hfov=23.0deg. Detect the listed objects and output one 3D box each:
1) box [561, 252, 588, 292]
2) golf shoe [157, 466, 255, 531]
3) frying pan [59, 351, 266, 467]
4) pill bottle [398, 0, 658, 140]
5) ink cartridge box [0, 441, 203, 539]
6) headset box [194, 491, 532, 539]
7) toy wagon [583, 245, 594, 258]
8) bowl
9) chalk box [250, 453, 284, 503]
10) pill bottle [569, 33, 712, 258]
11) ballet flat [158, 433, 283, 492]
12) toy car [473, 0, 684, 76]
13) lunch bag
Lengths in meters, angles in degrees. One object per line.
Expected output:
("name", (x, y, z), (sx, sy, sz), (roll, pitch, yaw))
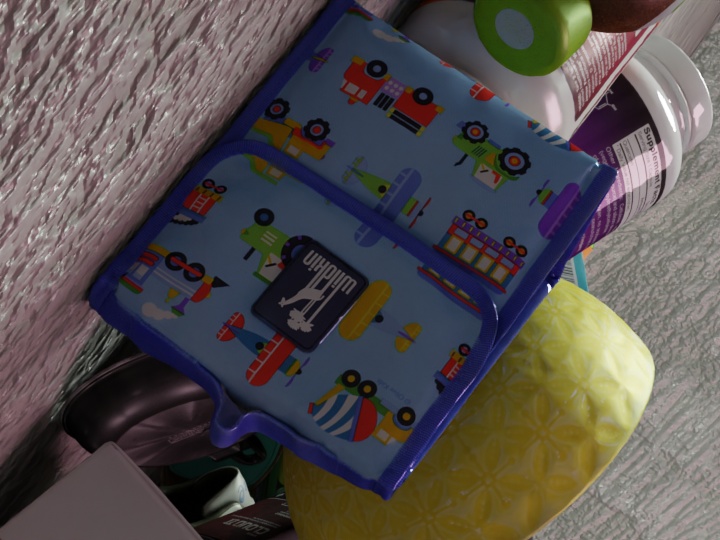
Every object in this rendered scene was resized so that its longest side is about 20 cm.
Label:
("box", (0.093, 0.071, 1.151), (0.082, 0.049, 0.200), (-91, -165, -52))
("golf shoe", (-0.070, 0.164, 1.024), (0.200, 0.078, 0.097), (15, 102, -36))
("frying pan", (-0.087, 0.079, 0.849), (0.115, 0.031, 0.190), (-12, 155, -16))
("pill bottle", (0.083, -0.120, 0.963), (0.200, 0.109, 0.110), (-50, 170, -33))
("ink cartridge box", (-0.144, 0.180, 0.837), (0.145, 0.083, 0.200), (-40, 167, -19))
("headset box", (0.003, 0.191, 0.996), (0.200, 0.149, 0.075), (-19, -170, -30))
("toy wagon", (0.141, -0.062, 1.217), (0.200, 0.040, 0.155), (37, 71, -62))
("bowl", (0.032, 0.055, 0.872), (0.200, 0.108, 0.200), (-33, -163, 11))
("chalk box", (-0.009, 0.134, 1.151), (0.200, 0.124, 0.125), (124, -24, -69))
("pill bottle", (0.112, -0.064, 1.059), (0.200, 0.113, 0.112), (-32, 163, -22))
("ballet flat", (-0.092, 0.115, 1.094), (0.065, 0.070, 0.200), (-86, -161, -44))
("toy car", (0.171, -0.175, 0.826), (0.164, 0.200, 0.158), (-44, 136, -36))
("lunch bag", (-0.009, 0.002, 0.764), (0.200, 0.150, 0.094), (-51, 170, -33))
